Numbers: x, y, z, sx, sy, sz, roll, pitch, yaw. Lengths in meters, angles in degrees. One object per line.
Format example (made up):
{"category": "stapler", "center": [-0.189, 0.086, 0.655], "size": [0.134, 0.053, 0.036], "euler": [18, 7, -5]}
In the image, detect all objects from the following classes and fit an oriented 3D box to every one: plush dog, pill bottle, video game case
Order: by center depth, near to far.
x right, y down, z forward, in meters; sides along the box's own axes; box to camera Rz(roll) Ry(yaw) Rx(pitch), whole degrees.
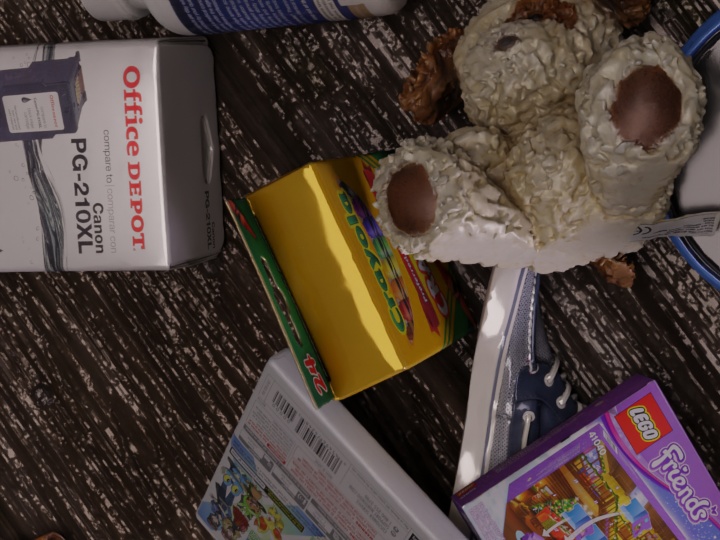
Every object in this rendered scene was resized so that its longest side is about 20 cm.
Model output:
{"category": "plush dog", "center": [0.112, -0.091, 0.970], "size": [0.198, 0.160, 0.174], "euler": [-22, 60, 25]}
{"category": "pill bottle", "center": [-0.073, -0.203, 1.023], "size": [0.198, 0.111, 0.112], "euler": [-3, 96, 18]}
{"category": "video game case", "center": [-0.011, 0.172, 1.038], "size": [0.200, 0.022, 0.183], "euler": [45, 138, 16]}

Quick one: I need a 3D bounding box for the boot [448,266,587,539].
{"category": "boot", "center": [0.110, 0.080, 1.027], "size": [0.089, 0.073, 0.202], "euler": [9, 103, 5]}

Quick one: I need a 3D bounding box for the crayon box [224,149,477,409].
{"category": "crayon box", "center": [0.000, 0.000, 0.977], "size": [0.050, 0.200, 0.128], "euler": [-25, 89, 19]}

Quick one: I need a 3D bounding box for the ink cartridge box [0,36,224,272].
{"category": "ink cartridge box", "center": [-0.198, -0.075, 1.095], "size": [0.198, 0.084, 0.147], "euler": [-1, 97, 19]}

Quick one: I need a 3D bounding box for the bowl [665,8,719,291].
{"category": "bowl", "center": [0.263, -0.068, 0.966], "size": [0.198, 0.039, 0.203], "euler": [2, 97, 18]}

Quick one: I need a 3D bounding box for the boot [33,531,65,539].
{"category": "boot", "center": [-0.232, 0.293, 1.160], "size": [0.154, 0.074, 0.201], "euler": [-28, 90, 15]}

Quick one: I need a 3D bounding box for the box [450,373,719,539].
{"category": "box", "center": [0.161, 0.182, 0.987], "size": [0.136, 0.039, 0.201], "euler": [-31, 96, -6]}
